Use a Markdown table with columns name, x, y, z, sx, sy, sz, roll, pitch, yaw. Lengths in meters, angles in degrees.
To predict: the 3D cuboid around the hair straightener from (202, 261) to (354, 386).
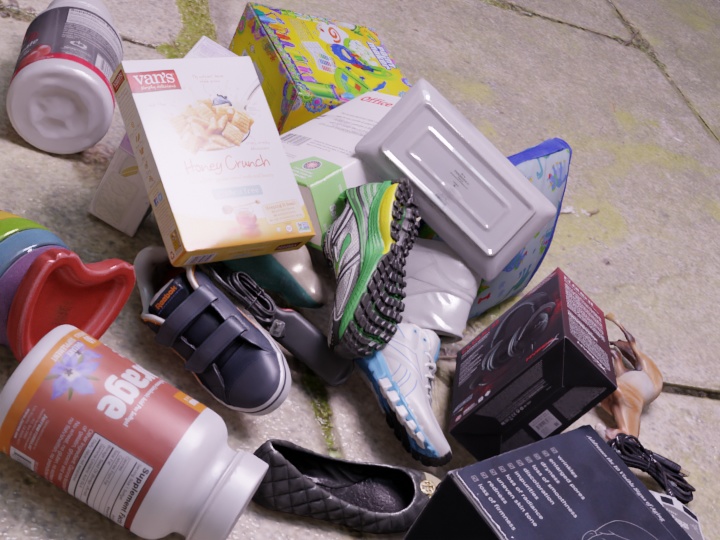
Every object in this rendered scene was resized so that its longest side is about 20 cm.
| name | x | y | z | sx | sy | sz | roll | pitch | yaw |
| --- | --- | --- | --- | --- | --- | --- | --- | --- | --- |
| hair straightener | -0.082 | 0.037 | 1.096 | 0.200 | 0.041 | 0.077 | 46 | -6 | -11 |

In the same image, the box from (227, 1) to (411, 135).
| name | x | y | z | sx | sy | sz | roll | pitch | yaw |
| --- | --- | --- | --- | --- | --- | --- | --- | --- | --- |
| box | -0.049 | -0.221 | 1.459 | 0.192 | 0.122 | 0.200 | 5 | 40 | -32 |

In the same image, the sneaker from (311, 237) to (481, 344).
| name | x | y | z | sx | sy | sz | roll | pitch | yaw |
| --- | --- | --- | --- | --- | --- | --- | --- | --- | --- |
| sneaker | 0.026 | 0.022 | 1.238 | 0.200 | 0.116 | 0.074 | 9 | -18 | 24 |

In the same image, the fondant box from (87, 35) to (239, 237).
| name | x | y | z | sx | sy | sz | roll | pitch | yaw |
| --- | --- | --- | --- | --- | --- | --- | --- | --- | --- |
| fondant box | -0.203 | -0.146 | 1.226 | 0.058 | 0.144 | 0.200 | 30 | 33 | -7 |

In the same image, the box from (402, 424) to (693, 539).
| name | x | y | z | sx | sy | sz | roll | pitch | yaw |
| --- | --- | --- | --- | --- | --- | --- | --- | --- | --- |
| box | 0.175 | 0.259 | 0.993 | 0.196 | 0.124 | 0.200 | -10 | 49 | -42 |

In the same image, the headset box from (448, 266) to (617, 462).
| name | x | y | z | sx | sy | sz | roll | pitch | yaw |
| --- | --- | --- | --- | --- | --- | --- | --- | --- | --- |
| headset box | 0.169 | 0.093 | 1.146 | 0.077 | 0.149 | 0.200 | 44 | 21 | -11 |

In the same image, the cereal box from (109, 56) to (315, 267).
| name | x | y | z | sx | sy | sz | roll | pitch | yaw |
| --- | --- | --- | --- | --- | --- | --- | --- | --- | --- |
| cereal box | -0.139 | -0.107 | 1.088 | 0.144 | 0.040 | 0.200 | -10 | 72 | -37 |

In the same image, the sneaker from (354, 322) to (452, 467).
| name | x | y | z | sx | sy | sz | roll | pitch | yaw |
| --- | --- | --- | --- | --- | --- | --- | --- | --- | --- |
| sneaker | 0.049 | 0.099 | 1.129 | 0.087 | 0.075 | 0.200 | -24 | 55 | -12 |

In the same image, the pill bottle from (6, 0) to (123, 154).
| name | x | y | z | sx | sy | sz | roll | pitch | yaw |
| --- | --- | --- | --- | --- | --- | --- | --- | --- | --- |
| pill bottle | -0.321 | -0.226 | 1.277 | 0.111 | 0.111 | 0.200 | 17 | 35 | -18 |

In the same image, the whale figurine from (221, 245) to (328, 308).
| name | x | y | z | sx | sy | sz | roll | pitch | yaw |
| --- | --- | --- | --- | --- | --- | --- | --- | --- | --- |
| whale figurine | -0.119 | -0.026 | 1.180 | 0.200 | 0.104 | 0.159 | 48 | 1 | 3 |

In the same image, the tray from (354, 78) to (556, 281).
| name | x | y | z | sx | sy | sz | roll | pitch | yaw |
| --- | --- | --- | --- | --- | --- | --- | --- | --- | --- |
| tray | 0.099 | -0.093 | 1.188 | 0.200 | 0.107 | 0.022 | 44 | -1 | -4 |

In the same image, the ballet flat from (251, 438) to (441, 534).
| name | x | y | z | sx | sy | sz | roll | pitch | yaw |
| --- | --- | --- | --- | --- | --- | --- | --- | --- | --- |
| ballet flat | -0.005 | 0.189 | 1.012 | 0.200 | 0.057 | 0.067 | 11 | 38 | -25 |

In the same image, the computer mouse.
| name | x | y | z | sx | sy | sz | roll | pitch | yaw |
| --- | --- | --- | --- | --- | --- | --- | --- | --- | --- |
| computer mouse | 0.306 | 0.257 | 1.163 | 0.110 | 0.044 | 0.200 | 32 | 29 | -18 |

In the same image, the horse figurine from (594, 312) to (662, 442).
| name | x | y | z | sx | sy | sz | roll | pitch | yaw |
| --- | --- | --- | --- | --- | --- | --- | --- | --- | --- |
| horse figurine | 0.297 | 0.123 | 1.321 | 0.133 | 0.050 | 0.200 | 51 | 31 | 9 |

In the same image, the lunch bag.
| name | x | y | z | sx | sy | sz | roll | pitch | yaw |
| --- | --- | --- | --- | --- | --- | --- | --- | --- | --- |
| lunch bag | 0.149 | -0.056 | 1.319 | 0.127 | 0.200 | 0.170 | 42 | 37 | 18 |

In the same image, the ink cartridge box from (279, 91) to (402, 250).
| name | x | y | z | sx | sy | sz | roll | pitch | yaw |
| --- | --- | --- | --- | --- | --- | --- | --- | --- | --- |
| ink cartridge box | -0.014 | -0.115 | 1.275 | 0.200 | 0.084 | 0.145 | -31 | 33 | -28 |

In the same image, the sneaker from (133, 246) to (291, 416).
| name | x | y | z | sx | sy | sz | roll | pitch | yaw |
| --- | --- | --- | --- | --- | --- | --- | --- | --- | --- |
| sneaker | -0.145 | 0.053 | 1.055 | 0.200 | 0.078 | 0.079 | 43 | 1 | 33 |

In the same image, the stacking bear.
| name | x | y | z | sx | sy | sz | roll | pitch | yaw |
| --- | --- | --- | --- | --- | --- | --- | --- | --- | --- |
| stacking bear | -0.316 | -0.008 | 1.001 | 0.200 | 0.114 | 0.121 | 32 | 8 | 25 |

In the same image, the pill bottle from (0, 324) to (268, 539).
| name | x | y | z | sx | sy | sz | roll | pitch | yaw |
| --- | --- | --- | --- | --- | --- | --- | --- | --- | --- |
| pill bottle | -0.178 | 0.137 | 0.905 | 0.200 | 0.112 | 0.112 | 31 | 34 | 2 |

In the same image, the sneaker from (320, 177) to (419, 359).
| name | x | y | z | sx | sy | sz | roll | pitch | yaw |
| --- | --- | --- | --- | --- | --- | --- | --- | --- | --- |
| sneaker | 0.000 | 0.000 | 1.139 | 0.085 | 0.078 | 0.200 | -3 | 53 | 25 |
